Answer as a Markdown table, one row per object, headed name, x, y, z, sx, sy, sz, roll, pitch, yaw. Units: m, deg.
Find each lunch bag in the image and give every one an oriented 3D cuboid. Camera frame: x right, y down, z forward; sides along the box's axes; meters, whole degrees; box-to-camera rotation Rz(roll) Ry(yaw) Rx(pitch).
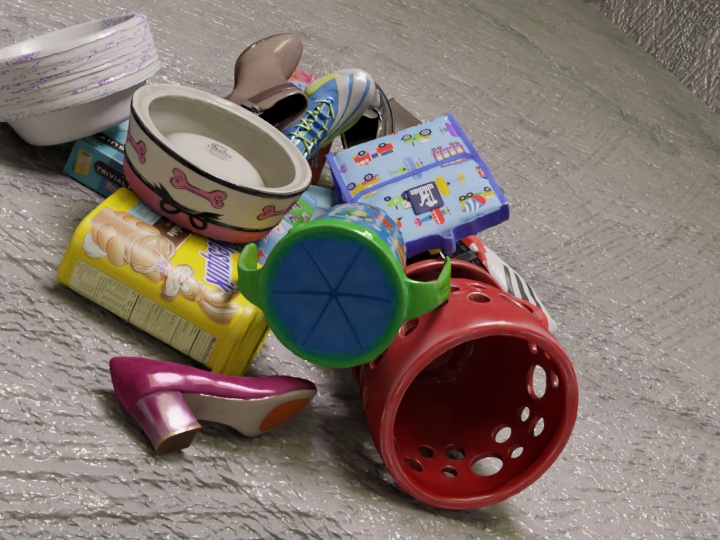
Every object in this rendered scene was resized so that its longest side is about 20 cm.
| name | x | y | z | sx | sy | sz | roll | pitch | yaw |
| --- | --- | --- | --- | --- | --- | --- | --- | --- | --- |
| lunch bag | 0.062 | -0.066 | 1.436 | 0.149 | 0.095 | 0.201 | -19 | 31 | -5 |

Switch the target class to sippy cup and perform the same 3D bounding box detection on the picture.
| name | x | y | z | sx | sy | sz | roll | pitch | yaw |
| --- | --- | --- | --- | --- | --- | --- | --- | --- | --- |
| sippy cup | -0.014 | 0.001 | 1.267 | 0.177 | 0.140 | 0.131 | 37 | 23 | -4 |

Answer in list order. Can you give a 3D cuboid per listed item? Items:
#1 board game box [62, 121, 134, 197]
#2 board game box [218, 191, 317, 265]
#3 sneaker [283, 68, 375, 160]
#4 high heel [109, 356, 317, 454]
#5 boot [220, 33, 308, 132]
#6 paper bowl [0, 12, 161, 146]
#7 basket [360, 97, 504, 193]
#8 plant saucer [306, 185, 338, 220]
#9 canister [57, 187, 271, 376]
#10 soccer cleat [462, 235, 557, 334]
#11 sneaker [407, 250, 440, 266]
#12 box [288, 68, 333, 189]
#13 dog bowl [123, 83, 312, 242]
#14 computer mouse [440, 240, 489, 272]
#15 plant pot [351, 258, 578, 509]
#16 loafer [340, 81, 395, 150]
| name | x | y | z | sx | sy | sz | roll | pitch | yaw |
| --- | --- | --- | --- | --- | --- | --- | --- | --- | --- |
| board game box | -0.233 | -0.123 | 1.580 | 0.150 | 0.047 | 0.200 | 30 | 23 | -2 |
| board game box | -0.132 | -0.062 | 1.487 | 0.150 | 0.037 | 0.201 | 34 | 30 | -9 |
| sneaker | -0.062 | -0.160 | 1.664 | 0.076 | 0.199 | 0.106 | 47 | 18 | -31 |
| high heel | -0.128 | 0.102 | 1.230 | 0.198 | 0.068 | 0.096 | -13 | 58 | -41 |
| boot | -0.108 | -0.211 | 1.649 | 0.146 | 0.200 | 0.071 | 19 | -32 | 52 |
| paper bowl | -0.314 | -0.204 | 1.501 | 0.198 | 0.106 | 0.201 | -15 | 18 | 5 |
| basket | 0.083 | -0.118 | 1.856 | 0.199 | 0.137 | 0.180 | 36 | 18 | 3 |
| plant saucer | -0.044 | -0.054 | 1.657 | 0.197 | 0.028 | 0.201 | 16 | 22 | -7 |
| canister | -0.176 | 0.011 | 1.330 | 0.198 | 0.087 | 0.149 | 29 | 23 | 0 |
| soccer cleat | 0.175 | 0.022 | 1.773 | 0.200 | 0.069 | 0.085 | 45 | 18 | 23 |
| sneaker | 0.000 | 0.000 | 1.539 | 0.198 | 0.091 | 0.070 | -21 | 23 | -10 |
| box | -0.086 | -0.190 | 1.822 | 0.098 | 0.096 | 0.201 | 19 | 24 | -6 |
| dog bowl | -0.151 | -0.105 | 1.394 | 0.198 | 0.074 | 0.201 | 24 | 24 | -11 |
| computer mouse | 0.090 | -0.043 | 1.673 | 0.200 | 0.046 | 0.140 | 47 | 30 | 8 |
| plant pot | 0.087 | 0.100 | 1.338 | 0.198 | 0.202 | 0.183 | 18 | 17 | -26 |
| loafer | 0.005 | -0.175 | 1.732 | 0.063 | 0.071 | 0.202 | 54 | 24 | -56 |
